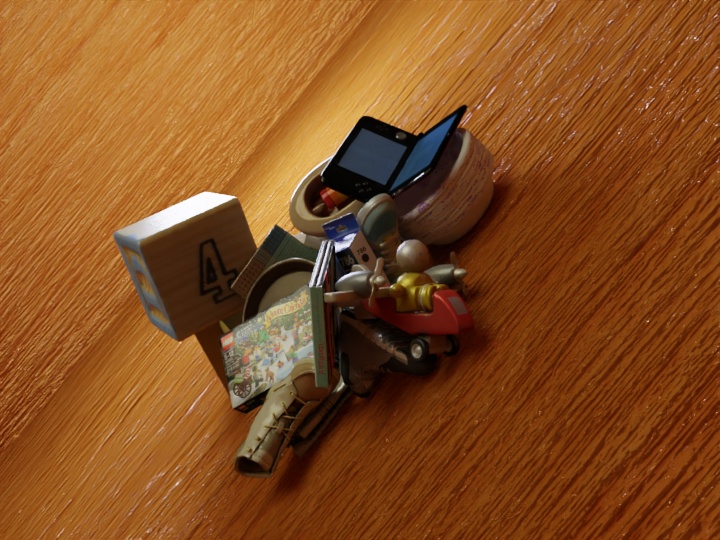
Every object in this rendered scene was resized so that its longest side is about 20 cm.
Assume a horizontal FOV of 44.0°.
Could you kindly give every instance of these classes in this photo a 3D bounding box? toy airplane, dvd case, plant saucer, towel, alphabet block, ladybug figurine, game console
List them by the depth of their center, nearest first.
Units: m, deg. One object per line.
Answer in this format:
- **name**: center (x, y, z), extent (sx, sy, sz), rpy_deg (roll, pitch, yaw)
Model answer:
- **toy airplane**: center (0.055, 0.023, 1.210), extent (0.200, 0.197, 0.143), rpy_deg (-77, -3, -74)
- **dvd case**: center (-0.049, 0.056, 1.256), extent (0.022, 0.148, 0.200), rpy_deg (-1, 20, 5)
- **game console**: center (0.053, -0.202, 1.416), extent (0.119, 0.171, 0.201), rpy_deg (106, -170, -45)
- **towel**: center (-0.066, 0.189, 1.431), extent (0.201, 0.034, 0.192), rpy_deg (-52, 19, -3)
- **plant saucer**: center (-0.112, 0.080, 1.506), extent (0.198, 0.029, 0.203), rpy_deg (-7, 76, 27)
- **ladybug figurine**: center (-0.027, -0.127, 1.514), extent (0.199, 0.072, 0.137), rpy_deg (-30, 61, 8)
- **towel**: center (-0.112, 0.033, 1.581), extent (0.147, 0.199, 0.022), rpy_deg (-54, 1, -11)
- **alphabet block**: center (-0.307, -0.013, 1.631), extent (0.199, 0.198, 0.195), rpy_deg (-27, 21, -23)
- **plant saucer**: center (-0.274, 0.145, 1.771), extent (0.048, 0.202, 0.200), rpy_deg (-25, 20, -2)

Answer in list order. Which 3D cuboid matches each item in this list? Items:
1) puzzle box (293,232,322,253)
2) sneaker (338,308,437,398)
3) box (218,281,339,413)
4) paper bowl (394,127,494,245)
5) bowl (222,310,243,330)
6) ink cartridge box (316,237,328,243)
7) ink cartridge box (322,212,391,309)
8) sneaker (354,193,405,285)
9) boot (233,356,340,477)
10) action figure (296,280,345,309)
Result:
- **puzzle box**: center (-0.094, -0.029, 1.743), extent (0.199, 0.132, 0.026), rpy_deg (-14, 60, 61)
- **sneaker**: center (0.032, 0.139, 1.279), extent (0.199, 0.074, 0.117), rpy_deg (30, 112, 52)
- **box**: center (-0.135, 0.127, 1.456), extent (0.199, 0.038, 0.138), rpy_deg (-31, 56, 18)
- **paper bowl**: center (0.136, -0.122, 1.439), extent (0.200, 0.104, 0.201), rpy_deg (-43, 20, 20)
- **bowl**: center (-0.180, 0.075, 1.727), extent (0.199, 0.106, 0.201), rpy_deg (-19, 19, 7)
- **ink cartridge box**: center (0.017, -0.110, 1.622), extent (0.201, 0.146, 0.084), rpy_deg (-53, 20, -5)
- **ink cartridge box**: center (-0.001, 0.016, 1.355), extent (0.039, 0.202, 0.099), rpy_deg (-32, 7, -31)
- **sneaker**: center (0.055, -0.018, 1.358), extent (0.079, 0.131, 0.201), rpy_deg (-32, -30, -20)
- **boot**: center (-0.111, 0.220, 1.311), extent (0.200, 0.072, 0.155), rpy_deg (-40, 16, 50)
- **action figure**: center (0.000, 0.000, 1.557), extent (0.200, 0.118, 0.055), rpy_deg (-43, 7, -5)
